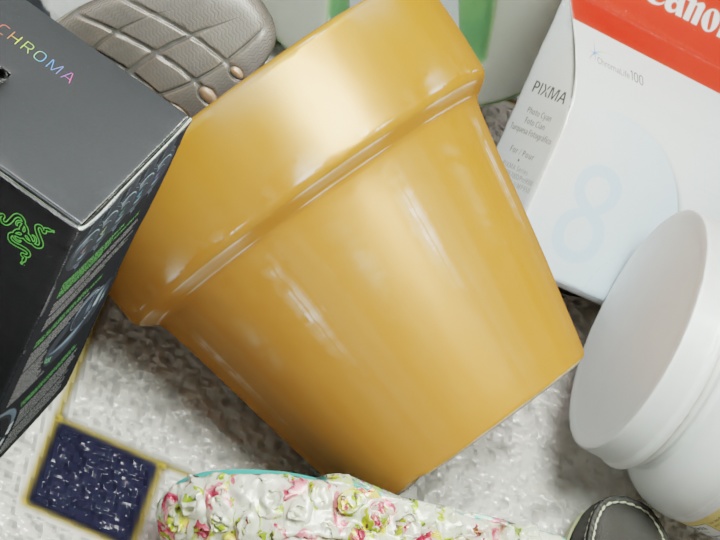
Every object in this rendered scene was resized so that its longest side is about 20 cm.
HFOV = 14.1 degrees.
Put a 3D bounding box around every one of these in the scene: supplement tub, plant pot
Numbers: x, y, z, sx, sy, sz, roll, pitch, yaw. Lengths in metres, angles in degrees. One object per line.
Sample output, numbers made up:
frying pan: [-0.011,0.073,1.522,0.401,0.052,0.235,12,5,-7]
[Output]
supplement tub: [0.214,0.069,1.367,0.199,0.146,0.146,26,44,-14]
plant pot: [0.000,0.000,1.313,0.200,0.200,0.184,-34,88,-43]

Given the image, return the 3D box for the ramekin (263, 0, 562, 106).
ramekin: [0.034,-0.173,1.468,0.199,0.200,0.098,21,53,-9]

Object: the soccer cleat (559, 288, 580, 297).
soccer cleat: [0.153,-0.041,1.513,0.199,0.069,0.073,-22,35,-30]

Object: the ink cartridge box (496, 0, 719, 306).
ink cartridge box: [0.154,-0.077,1.420,0.160,0.201,0.047,22,5,-38]

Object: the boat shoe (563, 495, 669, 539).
boat shoe: [0.128,0.178,1.295,0.071,0.066,0.202,16,46,-14]

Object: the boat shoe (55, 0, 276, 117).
boat shoe: [-0.130,-0.084,1.318,0.075,0.199,0.073,63,13,-17]

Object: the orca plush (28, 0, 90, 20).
orca plush: [-0.139,-0.137,1.403,0.200,0.071,0.106,32,75,-47]

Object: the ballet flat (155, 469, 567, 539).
ballet flat: [0.009,0.132,1.258,0.199,0.076,0.064,9,43,-8]

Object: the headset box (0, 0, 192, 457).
headset box: [-0.186,-0.035,1.223,0.174,0.200,0.093,36,44,5]
